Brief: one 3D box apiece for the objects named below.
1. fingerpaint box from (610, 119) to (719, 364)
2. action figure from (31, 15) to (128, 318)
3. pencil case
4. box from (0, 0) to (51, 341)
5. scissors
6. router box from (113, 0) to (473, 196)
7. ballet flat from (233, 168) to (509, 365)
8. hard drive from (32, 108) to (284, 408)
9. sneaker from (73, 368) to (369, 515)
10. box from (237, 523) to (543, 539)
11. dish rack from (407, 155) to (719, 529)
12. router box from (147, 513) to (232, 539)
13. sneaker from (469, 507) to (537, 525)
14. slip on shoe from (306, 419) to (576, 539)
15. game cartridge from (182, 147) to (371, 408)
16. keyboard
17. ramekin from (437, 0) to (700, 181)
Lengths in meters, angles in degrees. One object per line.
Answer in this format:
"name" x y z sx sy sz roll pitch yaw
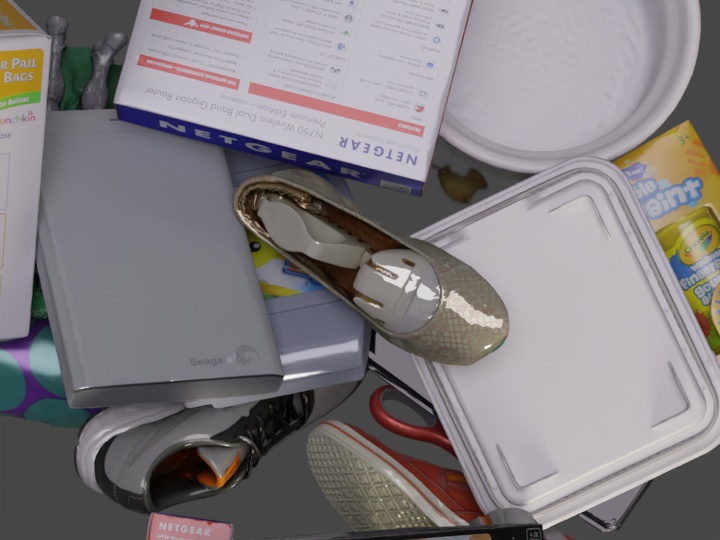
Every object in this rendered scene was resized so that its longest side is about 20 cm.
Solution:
"fingerpaint box" 0.162 0.026 1.767 0.200 0.073 0.167 -28 83 -5
"action figure" -0.188 -0.061 1.747 0.118 0.055 0.200 12 65 -17
"pencil case" -0.244 0.055 1.748 0.200 0.085 0.093 7 120 -1
"box" -0.258 -0.066 1.655 0.101 0.112 0.200 -6 119 -28
"scissors" 0.090 0.123 1.749 0.200 0.014 0.073 37 39 15
"router box" -0.035 -0.158 1.704 0.200 0.049 0.180 15 80 1
"ballet flat" 0.000 0.000 1.663 0.200 0.062 0.068 31 105 32
"hard drive" -0.132 -0.011 1.678 0.132 0.026 0.200 -3 57 -22
"sneaker" -0.076 0.100 1.727 0.200 0.079 0.074 -26 127 -22
"box" -0.001 0.178 1.561 0.116 0.200 0.060 -7 84 42
"dish rack" 0.118 0.045 1.687 0.171 0.044 0.200 -26 85 5
"router box" -0.113 0.243 1.658 0.049 0.200 0.180 8 80 -2
"sneaker" 0.088 0.228 1.706 0.077 0.078 0.200 5 125 -12
"slip on shoe" 0.054 0.155 1.757 0.200 0.074 0.061 30 47 9
"game cartridge" -0.063 -0.009 1.742 0.133 0.041 0.200 -9 52 -7
"keyboard" 0.110 0.059 1.718 0.200 0.021 0.127 35 92 5
"ramekin" 0.114 -0.152 1.782 0.200 0.098 0.201 0 81 -1
